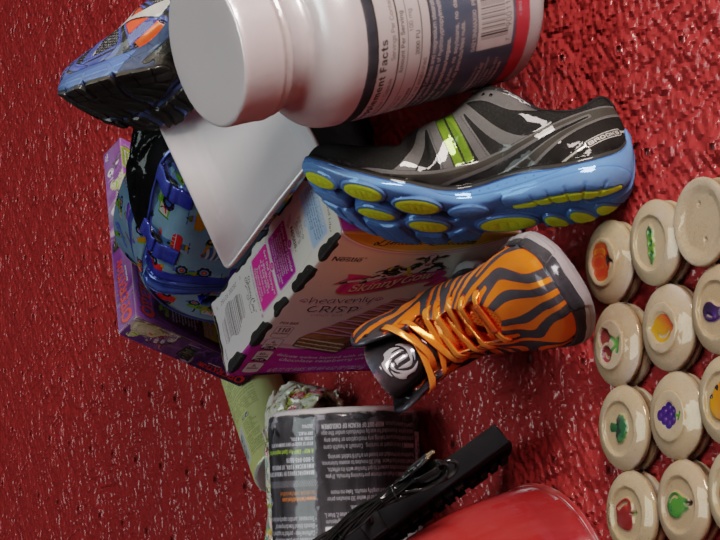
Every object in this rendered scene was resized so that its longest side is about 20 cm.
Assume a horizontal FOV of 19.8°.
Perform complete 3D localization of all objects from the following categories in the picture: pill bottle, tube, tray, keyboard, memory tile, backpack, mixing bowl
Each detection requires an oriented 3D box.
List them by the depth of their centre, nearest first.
[{"bbox_3d":[0.176,0.057,1.165,0.153,0.017,0.201,-24,67,60],"label":"memory tile"},{"bbox_3d":[-0.005,-0.148,1.201,0.119,0.199,0.120,33,131,49],"label":"pill bottle"},{"bbox_3d":[0.010,0.161,1.274,0.021,0.200,0.127,52,177,19],"label":"keyboard"},{"bbox_3d":[0.065,0.234,1.275,0.200,0.108,0.201,-2,88,62],"label":"mixing bowl"},{"bbox_3d":[-0.084,-0.102,1.362,0.108,0.022,0.200,-52,44,25],"label":"tray"},{"bbox_3d":[-0.009,0.196,1.419,0.106,0.106,0.201,-13,77,62],"label":"pill bottle"},{"bbox_3d":[-0.090,-0.035,1.505,0.135,0.182,0.200,-103,26,-42],"label":"backpack"},{"bbox_3d":[-0.084,0.091,1.641,0.058,0.052,0.200,-34,42,7],"label":"tube"}]

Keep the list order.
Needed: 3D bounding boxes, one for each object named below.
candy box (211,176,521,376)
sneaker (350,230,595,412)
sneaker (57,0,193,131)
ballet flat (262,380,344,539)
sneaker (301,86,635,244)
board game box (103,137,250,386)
[{"bbox_3d":[0.000,0.000,1.380,0.200,0.136,0.061,-51,47,50],"label":"candy box"},{"bbox_3d":[0.064,0.041,1.252,0.078,0.112,0.200,58,161,-1],"label":"sneaker"},{"bbox_3d":[-0.123,-0.154,1.365,0.199,0.075,0.079,-22,51,34],"label":"sneaker"},{"bbox_3d":[-0.033,0.177,1.512,0.064,0.075,0.201,-18,75,45],"label":"ballet flat"},{"bbox_3d":[0.065,-0.066,1.238,0.071,0.199,0.083,65,-157,-60],"label":"sneaker"},{"bbox_3d":[-0.145,-0.008,1.642,0.032,0.120,0.201,-39,40,27],"label":"board game box"}]
